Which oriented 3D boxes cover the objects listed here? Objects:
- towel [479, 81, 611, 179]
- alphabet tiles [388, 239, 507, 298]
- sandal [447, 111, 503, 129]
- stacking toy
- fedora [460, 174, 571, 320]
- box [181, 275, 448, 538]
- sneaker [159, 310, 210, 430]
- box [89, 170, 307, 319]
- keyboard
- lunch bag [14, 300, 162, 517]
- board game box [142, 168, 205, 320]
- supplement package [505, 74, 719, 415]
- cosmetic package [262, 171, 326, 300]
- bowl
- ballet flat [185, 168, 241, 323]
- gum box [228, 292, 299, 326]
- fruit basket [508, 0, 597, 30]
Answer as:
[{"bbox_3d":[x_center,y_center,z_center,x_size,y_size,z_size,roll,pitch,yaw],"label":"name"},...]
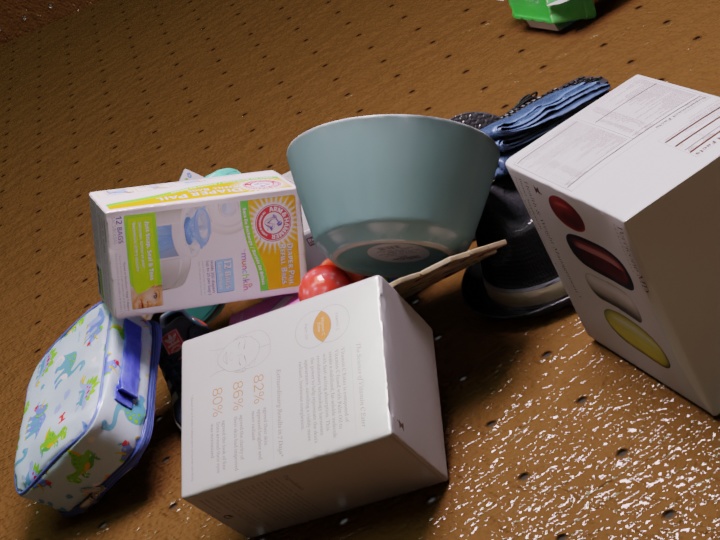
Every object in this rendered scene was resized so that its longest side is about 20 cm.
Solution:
[{"bbox_3d":[0.166,-0.140,1.509,0.200,0.049,0.111,-31,7,-42],"label":"towel"},{"bbox_3d":[0.032,0.020,1.333,0.200,0.006,0.166,-28,-6,35],"label":"alphabet tiles"},{"bbox_3d":[0.075,-0.108,1.592,0.200,0.076,0.048,-32,7,-6],"label":"sandal"},{"bbox_3d":[0.000,0.000,1.464,0.085,0.086,0.200,-16,11,27],"label":"stacking toy"},{"bbox_3d":[0.164,-0.041,1.412,0.200,0.092,0.201,-24,24,12],"label":"fedora"},{"bbox_3d":[-0.042,0.119,1.246,0.199,0.106,0.153,-18,54,21],"label":"box"},{"bbox_3d":[-0.180,0.100,1.526,0.075,0.085,0.200,-30,24,-3],"label":"sneaker"},{"bbox_3d":[-0.162,-0.029,1.479,0.199,0.113,0.101,-8,16,-18],"label":"box"},{"bbox_3d":[0.185,-0.181,1.715,0.200,0.021,0.127,-28,12,-24],"label":"keyboard"},{"bbox_3d":[-0.270,0.135,1.477,0.161,0.082,0.200,-43,31,27],"label":"lunch bag"},{"bbox_3d":[-0.238,-0.004,1.714,0.135,0.034,0.200,-83,19,-61],"label":"board game box"},{"bbox_3d":[0.250,-0.027,1.172,0.147,0.192,0.200,-34,24,-9],"label":"supplement package"},{"bbox_3d":[-0.068,-0.043,1.688,0.106,0.090,0.200,-23,28,15],"label":"cosmetic package"},{"bbox_3d":[0.029,-0.059,1.359,0.200,0.201,0.106,-11,69,35],"label":"bowl"},{"bbox_3d":[-0.154,-0.028,1.613,0.067,0.201,0.070,26,39,15],"label":"ballet flat"},{"bbox_3d":[-0.074,0.095,1.441,0.113,0.066,0.200,-24,24,13],"label":"gum box"},{"bbox_3d":[0.305,-0.393,1.987,0.199,0.094,0.185,-21,21,-20],"label":"fruit basket"}]
